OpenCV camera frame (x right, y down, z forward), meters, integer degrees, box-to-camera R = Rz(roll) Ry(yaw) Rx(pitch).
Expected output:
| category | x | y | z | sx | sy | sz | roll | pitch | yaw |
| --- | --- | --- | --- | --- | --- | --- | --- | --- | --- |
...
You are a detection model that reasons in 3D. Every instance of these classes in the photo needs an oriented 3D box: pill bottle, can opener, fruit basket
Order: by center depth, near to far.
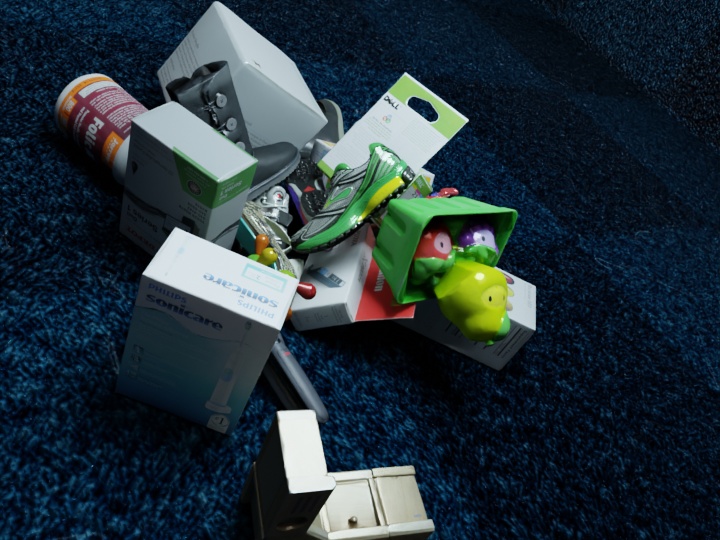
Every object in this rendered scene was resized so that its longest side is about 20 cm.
| category | x | y | z | sx | sy | sz | roll | pitch | yaw |
| --- | --- | --- | --- | --- | --- | --- | --- | --- | --- |
| can opener | -0.105 | 0.117 | 0.789 | 0.078 | 0.063 | 0.200 | -16 | 56 | -42 |
| fruit basket | 0.140 | -0.006 | 0.847 | 0.215 | 0.156 | 0.216 | 14 | 27 | -8 |
| pill bottle | -0.357 | -0.199 | 0.944 | 0.200 | 0.114 | 0.114 | 39 | 40 | 14 |

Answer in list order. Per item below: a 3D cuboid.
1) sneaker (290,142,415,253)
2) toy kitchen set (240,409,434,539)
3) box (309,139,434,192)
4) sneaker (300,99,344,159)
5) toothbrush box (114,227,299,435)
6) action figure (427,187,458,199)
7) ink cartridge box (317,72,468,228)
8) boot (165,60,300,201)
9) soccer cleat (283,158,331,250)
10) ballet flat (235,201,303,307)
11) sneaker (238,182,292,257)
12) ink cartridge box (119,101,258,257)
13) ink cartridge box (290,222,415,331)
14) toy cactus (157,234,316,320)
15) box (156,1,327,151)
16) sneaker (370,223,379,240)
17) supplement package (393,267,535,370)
| category | x | y | z | sx | sy | sz | roll | pitch | yaw |
| --- | --- | --- | --- | --- | --- | --- | --- | --- | --- |
| sneaker | -0.022 | -0.097 | 0.869 | 0.085 | 0.200 | 0.078 | 50 | 6 | 3 |
| toy kitchen set | 0.003 | 0.254 | 0.609 | 0.199 | 0.181 | 0.164 | 3 | 46 | -23 |
| box | 0.011 | -0.155 | 1.102 | 0.199 | 0.102 | 0.113 | 10 | 17 | -22 |
| sneaker | -0.095 | -0.285 | 1.228 | 0.106 | 0.075 | 0.200 | 10 | 43 | -27 |
| toothbrush box | -0.173 | 0.074 | 0.685 | 0.146 | 0.200 | 0.085 | 22 | 39 | -6 |
| action figure | 0.120 | -0.098 | 1.052 | 0.052 | 0.066 | 0.200 | 14 | 23 | 27 |
| ink cartridge box | 0.056 | -0.179 | 0.956 | 0.148 | 0.200 | 0.076 | 46 | 2 | 28 |
| boot | -0.177 | -0.213 | 0.909 | 0.065 | 0.200 | 0.165 | 14 | 49 | 37 |
| soccer cleat | -0.081 | -0.112 | 0.991 | 0.068 | 0.073 | 0.200 | -12 | 41 | -15 |
| ballet flat | -0.125 | -0.023 | 0.884 | 0.075 | 0.068 | 0.200 | -12 | 61 | -37 |
| sneaker | -0.147 | -0.085 | 0.969 | 0.074 | 0.089 | 0.200 | 9 | 44 | -25 |
| ink cartridge box | -0.239 | -0.098 | 0.838 | 0.146 | 0.200 | 0.084 | 35 | 42 | 9 |
| ink cartridge box | 0.000 | 0.000 | 0.920 | 0.176 | 0.045 | 0.200 | -9 | 35 | 19 |
| toy cactus | -0.158 | -0.004 | 0.745 | 0.165 | 0.103 | 0.200 | 20 | 0 | -40 |
| box | -0.203 | -0.295 | 1.052 | 0.200 | 0.171 | 0.199 | 25 | 30 | -47 |
| sneaker | 0.084 | -0.033 | 1.066 | 0.199 | 0.077 | 0.082 | 3 | 51 | -28 |
| supplement package | 0.166 | 0.051 | 0.989 | 0.199 | 0.110 | 0.114 | 25 | 40 | -5 |
